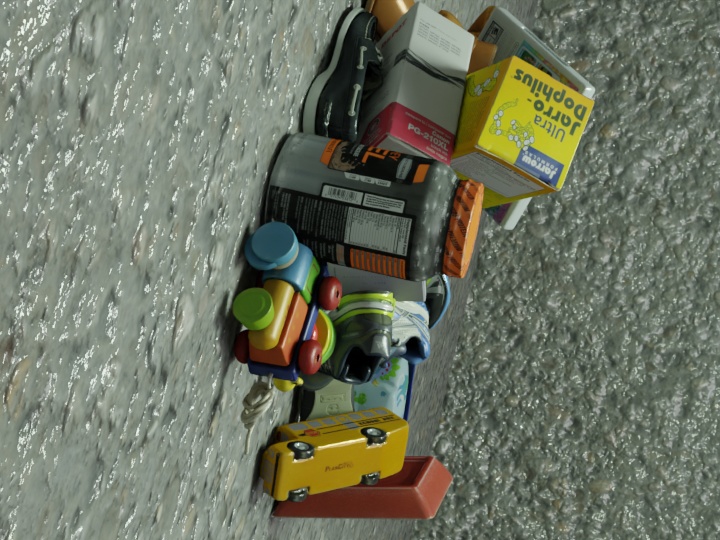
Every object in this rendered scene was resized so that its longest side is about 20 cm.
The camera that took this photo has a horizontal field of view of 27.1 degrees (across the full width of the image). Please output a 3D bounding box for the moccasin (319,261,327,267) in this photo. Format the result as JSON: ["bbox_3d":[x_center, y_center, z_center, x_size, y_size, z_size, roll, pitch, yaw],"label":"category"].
[{"bbox_3d":[0.000,0.000,1.834,0.200,0.080,0.068,55,44,-78],"label":"moccasin"}]

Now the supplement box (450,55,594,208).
[{"bbox_3d":[0.147,-0.146,1.628,0.110,0.109,0.200,-68,-162,-12],"label":"supplement box"}]

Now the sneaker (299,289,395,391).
[{"bbox_3d":[-0.024,0.094,1.654,0.200,0.074,0.081,132,-39,-52],"label":"sneaker"}]

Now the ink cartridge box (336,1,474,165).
[{"bbox_3d":[0.042,-0.170,1.635,0.145,0.084,0.200,-41,-151,48],"label":"ink cartridge box"}]

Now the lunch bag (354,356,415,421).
[{"bbox_3d":[0.007,0.139,1.950,0.200,0.127,0.171,-86,-177,-72],"label":"lunch bag"}]

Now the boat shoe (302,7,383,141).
[{"bbox_3d":[-0.006,-0.205,1.586,0.076,0.060,0.200,91,15,-50],"label":"boat shoe"}]

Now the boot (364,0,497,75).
[{"bbox_3d":[0.083,-0.274,1.733,0.074,0.154,0.200,-67,166,-47],"label":"boot"}]

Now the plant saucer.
[{"bbox_3d":[0.007,0.270,1.887,0.200,0.199,0.037,-32,121,-77],"label":"plant saucer"}]

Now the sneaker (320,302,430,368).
[{"bbox_3d":[0.018,0.067,1.764,0.200,0.077,0.085,13,53,-45],"label":"sneaker"}]

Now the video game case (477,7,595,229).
[{"bbox_3d":[0.170,-0.181,1.770,0.024,0.182,0.200,3,125,-43],"label":"video game case"}]

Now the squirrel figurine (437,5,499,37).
[{"bbox_3d":[0.108,-0.232,1.918,0.187,0.141,0.201,-35,116,-66],"label":"squirrel figurine"}]

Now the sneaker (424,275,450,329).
[{"bbox_3d":[0.063,-0.005,1.841,0.083,0.071,0.200,-32,139,-25],"label":"sneaker"}]

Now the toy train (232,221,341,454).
[{"bbox_3d":[-0.090,0.061,1.407,0.116,0.084,0.200,65,37,-58],"label":"toy train"}]

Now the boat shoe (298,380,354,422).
[{"bbox_3d":[-0.043,0.159,1.823,0.063,0.071,0.201,-115,-154,-62],"label":"boat shoe"}]

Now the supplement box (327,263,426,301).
[{"bbox_3d":[0.024,-0.050,1.695,0.200,0.108,0.061,-83,171,-49],"label":"supplement box"}]

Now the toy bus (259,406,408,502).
[{"bbox_3d":[-0.033,0.212,1.745,0.200,0.078,0.065,-6,115,-38],"label":"toy bus"}]

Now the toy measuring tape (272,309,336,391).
[{"bbox_3d":[-0.052,0.034,1.602,0.074,0.073,0.201,51,53,-78],"label":"toy measuring tape"}]

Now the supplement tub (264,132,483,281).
[{"bbox_3d":[0.014,-0.060,1.473,0.123,0.199,0.123,12,90,-81],"label":"supplement tub"}]
